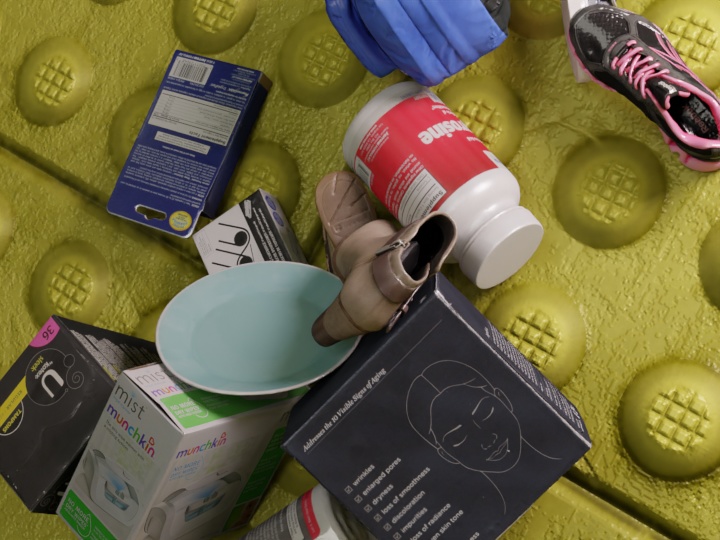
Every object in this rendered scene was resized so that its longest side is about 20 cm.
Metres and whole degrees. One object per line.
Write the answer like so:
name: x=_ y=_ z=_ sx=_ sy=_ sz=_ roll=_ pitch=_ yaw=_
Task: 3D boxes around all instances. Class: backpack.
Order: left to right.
backpack: x=0.053 y=-0.267 z=1.346 sx=0.167 sy=0.162 sz=0.201 roll=-37 pitch=32 yaw=14

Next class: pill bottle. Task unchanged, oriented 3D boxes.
pill bottle: x=-0.078 y=0.298 z=1.331 sx=0.199 sy=0.111 sz=0.111 roll=-36 pitch=67 yaw=13
pill bottle: x=0.081 y=-0.081 z=1.351 sx=0.112 sy=0.112 sz=0.200 roll=-45 pitch=65 yaw=9

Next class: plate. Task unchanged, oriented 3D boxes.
plate: x=-0.093 y=0.058 z=1.310 sx=0.198 sy=0.026 sz=0.201 roll=-3 pitch=37 yaw=2

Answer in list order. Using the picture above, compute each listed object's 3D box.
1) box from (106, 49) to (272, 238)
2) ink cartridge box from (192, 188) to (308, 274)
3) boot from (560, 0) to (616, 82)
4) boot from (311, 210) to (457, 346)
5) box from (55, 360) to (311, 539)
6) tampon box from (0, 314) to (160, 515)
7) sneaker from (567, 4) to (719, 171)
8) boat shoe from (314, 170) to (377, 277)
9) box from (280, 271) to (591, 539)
box: x=-0.189 y=-0.136 z=1.520 sx=0.120 sy=0.032 sz=0.201 roll=18 pitch=78 yaw=26
ink cartridge box: x=-0.093 y=0.025 z=1.444 sx=0.094 sy=0.044 sz=0.201 roll=-34 pitch=67 yaw=16
boot: x=0.240 y=-0.286 z=1.352 sx=0.090 sy=0.073 sz=0.202 roll=-6 pitch=87 yaw=4
boot: x=0.032 y=-0.011 z=1.251 sx=0.070 sy=0.201 sz=0.146 roll=41 pitch=133 yaw=-13
box: x=-0.165 y=0.172 z=1.333 sx=0.097 sy=0.199 sz=0.177 roll=41 pitch=116 yaw=24
tampon box: x=-0.265 y=0.153 z=1.407 sx=0.126 sy=0.200 sz=0.150 roll=43 pitch=97 yaw=26
sneaker: x=0.270 y=-0.173 z=1.271 sx=0.200 sy=0.095 sz=0.079 roll=43 pitch=102 yaw=7
boat shoe: x=0.000 y=0.000 z=1.399 sx=0.072 sy=0.072 sz=0.201 roll=-20 pitch=91 yaw=-7
box: x=0.067 y=0.142 z=1.260 sx=0.197 sy=0.124 sz=0.200 roll=44 pitch=99 yaw=-8
